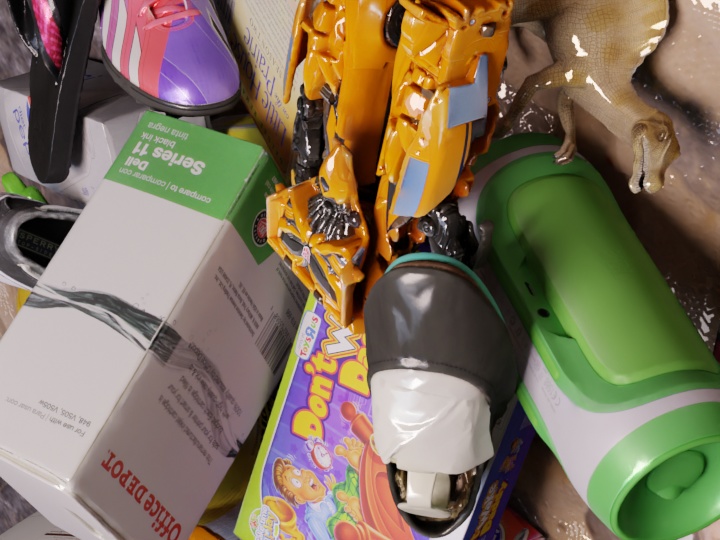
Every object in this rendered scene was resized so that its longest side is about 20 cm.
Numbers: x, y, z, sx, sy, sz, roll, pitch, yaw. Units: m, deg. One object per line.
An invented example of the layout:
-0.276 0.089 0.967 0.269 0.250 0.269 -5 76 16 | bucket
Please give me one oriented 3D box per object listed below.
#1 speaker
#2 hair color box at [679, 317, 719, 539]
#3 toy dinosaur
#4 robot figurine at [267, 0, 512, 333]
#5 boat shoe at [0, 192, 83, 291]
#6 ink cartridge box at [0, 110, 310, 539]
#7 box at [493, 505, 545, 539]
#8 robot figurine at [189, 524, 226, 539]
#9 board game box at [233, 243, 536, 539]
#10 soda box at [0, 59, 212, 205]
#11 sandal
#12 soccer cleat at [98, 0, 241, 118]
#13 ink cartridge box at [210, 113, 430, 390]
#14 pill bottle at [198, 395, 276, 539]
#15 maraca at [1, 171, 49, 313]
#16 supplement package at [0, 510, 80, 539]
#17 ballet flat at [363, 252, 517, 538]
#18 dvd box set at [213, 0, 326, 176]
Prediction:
0.107 0.026 0.772 0.089 0.088 0.200 102 153 -43 | speaker
0.213 0.098 0.784 0.100 0.060 0.200 29 135 33 | hair color box
0.093 -0.125 0.776 0.101 0.058 0.200 -20 85 30 | toy dinosaur
0.005 -0.059 0.769 0.145 0.058 0.200 47 138 38 | robot figurine
-0.143 -0.001 1.023 0.199 0.074 0.068 28 167 -40 | boat shoe
-0.108 0.042 0.878 0.083 0.200 0.147 20 158 24 | ink cartridge box
0.029 0.217 1.043 0.100 0.095 0.200 38 138 23 | box
-0.029 0.217 0.944 0.200 0.058 0.145 29 168 38 | robot figurine
0.019 0.090 0.903 0.134 0.045 0.200 30 115 26 | board game box
-0.160 -0.084 1.026 0.200 0.068 0.064 23 129 57 | soda box
-0.175 -0.144 0.926 0.075 0.045 0.200 -135 53 -59 | sandal
-0.115 -0.160 0.919 0.200 0.068 0.073 -117 29 -43 | soccer cleat
0.000 0.000 0.967 0.200 0.047 0.198 1 115 51 | ink cartridge box
-0.101 0.113 1.044 0.112 0.112 0.200 34 173 28 | pill bottle
-0.183 0.021 1.122 0.137 0.107 0.200 23 145 56 | maraca
-0.154 0.249 1.184 0.147 0.200 0.191 -11 107 51 | supplement package
0.037 0.069 0.757 0.068 0.069 0.200 5 151 10 | ballet flat
-0.036 -0.170 0.858 0.200 0.029 0.146 106 146 -44 | dvd box set
